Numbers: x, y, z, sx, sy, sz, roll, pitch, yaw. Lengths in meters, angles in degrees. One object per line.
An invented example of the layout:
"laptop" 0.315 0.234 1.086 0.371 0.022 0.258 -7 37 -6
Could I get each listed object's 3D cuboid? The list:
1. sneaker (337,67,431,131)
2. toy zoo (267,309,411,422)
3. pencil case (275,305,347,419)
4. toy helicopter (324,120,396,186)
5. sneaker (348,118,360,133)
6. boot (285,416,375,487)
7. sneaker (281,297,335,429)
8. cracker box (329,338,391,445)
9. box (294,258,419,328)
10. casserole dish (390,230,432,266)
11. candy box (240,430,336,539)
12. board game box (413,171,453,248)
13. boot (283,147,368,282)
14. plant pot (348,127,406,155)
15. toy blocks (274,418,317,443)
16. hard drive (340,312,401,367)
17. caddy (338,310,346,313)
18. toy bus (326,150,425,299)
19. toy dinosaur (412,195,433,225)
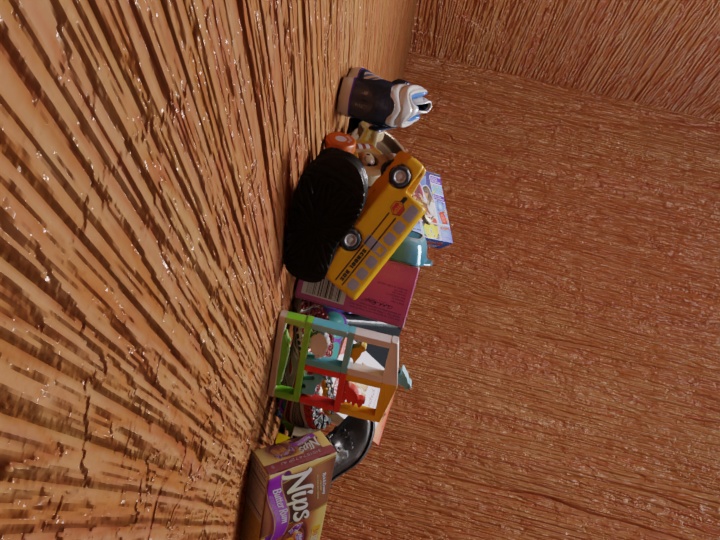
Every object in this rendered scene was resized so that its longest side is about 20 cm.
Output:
"sneaker" 0.044 -0.276 1.139 0.200 0.143 0.082 -70 173 -71
"toy zoo" -0.025 0.137 0.967 0.021 0.195 0.134 -72 175 -65
"pencil case" -0.079 0.159 1.187 0.093 0.083 0.203 75 23 -49
"toy helicopter" 0.016 -0.187 1.094 0.201 0.129 0.080 -75 177 -55
"sneaker" -0.004 -0.233 1.365 0.079 0.074 0.205 -34 131 -67
"boot" -0.067 0.290 1.115 0.201 0.069 0.174 -49 150 -6
"sneaker" -0.091 0.137 1.059 0.077 0.081 0.205 20 66 -54
"cracker box" -0.015 0.224 1.314 0.200 0.057 0.136 45 55 -41
"box" 0.000 0.000 1.126 0.200 0.172 0.099 -71 177 -78
"casserole dish" 0.021 -0.055 1.070 0.121 0.196 0.040 -42 150 -76
"candy box" -0.108 0.341 1.020 0.056 0.115 0.204 40 -53 43
"board game box" 0.081 -0.119 1.226 0.034 0.198 0.139 -22 -111 40
"boot" -0.033 -0.103 0.861 0.212 0.078 0.160 -58 -172 49
"plant pot" 0.015 -0.151 1.265 0.092 0.200 0.204 -20 -136 40
"toy blocks" -0.120 0.343 1.305 0.202 0.098 0.138 -74 -173 -54
"hard drive" -0.018 0.154 1.371 0.033 0.197 0.142 40 -64 49
"caddy" -0.052 0.136 1.474 0.142 0.103 0.204 99 3 -70
"toy bus" 0.023 -0.065 0.970 0.201 0.078 0.065 -51 -162 5
"toy dinosaur" 0.066 -0.107 1.110 0.058 0.102 0.201 -35 -157 9
